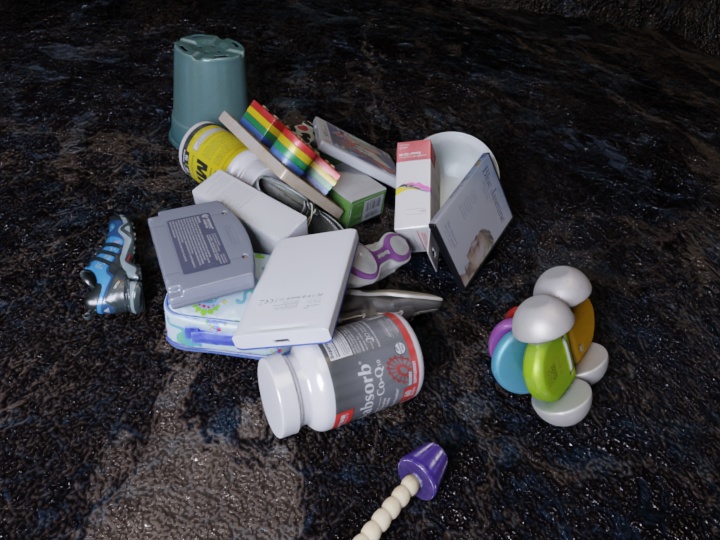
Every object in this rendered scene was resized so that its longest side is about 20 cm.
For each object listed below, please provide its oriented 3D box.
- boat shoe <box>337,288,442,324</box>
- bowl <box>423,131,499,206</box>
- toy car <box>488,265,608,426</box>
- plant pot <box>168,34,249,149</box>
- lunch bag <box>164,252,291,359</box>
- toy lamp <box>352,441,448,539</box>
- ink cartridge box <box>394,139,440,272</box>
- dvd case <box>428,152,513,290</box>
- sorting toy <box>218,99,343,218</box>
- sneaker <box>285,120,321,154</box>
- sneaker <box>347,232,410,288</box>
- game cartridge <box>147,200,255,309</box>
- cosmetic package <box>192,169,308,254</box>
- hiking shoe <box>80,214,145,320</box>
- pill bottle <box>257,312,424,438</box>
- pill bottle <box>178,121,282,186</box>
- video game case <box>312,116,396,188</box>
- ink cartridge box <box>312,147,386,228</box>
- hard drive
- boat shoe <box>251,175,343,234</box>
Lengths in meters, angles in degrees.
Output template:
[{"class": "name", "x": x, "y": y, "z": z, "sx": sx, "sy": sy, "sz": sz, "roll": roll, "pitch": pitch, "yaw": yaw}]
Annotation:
[{"class": "boat shoe", "x": 0.035, "y": 0.060, "z": 0.858, "sx": 0.192, "sy": 0.059, "sz": 0.067, "roll": 4, "pitch": 2, "yaw": -14}, {"class": "bowl", "x": 0.176, "y": -0.161, "z": 1.087, "sx": 0.193, "sy": 0.091, "sz": 0.209, "roll": -3, "pitch": 73, "yaw": 9}, {"class": "toy car", "x": 0.257, "y": 0.104, "z": 0.785, "sx": 0.147, "sy": 0.180, "sz": 0.199, "roll": -5, "pitch": 23, "yaw": 42}, {"class": "plant pot", "x": -0.323, "y": -0.386, "z": 1.189, "sx": 0.192, "sy": 0.201, "sz": 0.203, "roll": 7, "pitch": 37, "yaw": -5}, {"class": "lunch bag", "x": -0.176, "y": 0.049, "z": 0.789, "sx": 0.192, "sy": 0.085, "sz": 0.163, "roll": 6, "pitch": 38, "yaw": -5}, {"class": "toy lamp", "x": 0.032, "y": 0.265, "z": 0.599, "sx": 0.057, "sy": 0.060, "sz": 0.198, "roll": 32, "pitch": 46, "yaw": 26}, {"class": "ink cartridge box", "x": 0.103, "y": -0.110, "z": 0.973, "sx": 0.065, "sy": 0.117, "sz": 0.208, "roll": -3, "pitch": 72, "yaw": 17}, {"class": "dvd case", "x": 0.201, "y": -0.088, "z": 0.962, "sx": 0.017, "sy": 0.145, "sz": 0.201, "roll": 4, "pitch": 45, "yaw": 47}, {"class": "sorting toy", "x": -0.122, "y": -0.205, "z": 0.972, "sx": 0.198, "sy": 0.070, "sz": 0.199, "roll": 44, "pitch": 7, "yaw": 28}, {"class": "sneaker", "x": -0.126, "y": -0.273, "z": 1.201, "sx": 0.081, "sy": 0.084, "sz": 0.198, "roll": 44, "pitch": 31, "yaw": 14}, {"class": "sneaker", "x": 0.000, "y": 0.000, "z": 0.872, "sx": 0.197, "sy": 0.099, "sz": 0.077, "roll": -14, "pitch": 70, "yaw": -48}, {"class": "game cartridge", "x": -0.223, "y": -0.030, "z": 0.781, "sx": 0.129, "sy": 0.042, "sz": 0.201, "roll": -17, "pitch": 43, "yaw": -18}, {"class": "cosmetic package", "x": -0.181, "y": -0.074, "z": 0.913, "sx": 0.196, "sy": 0.103, "sz": 0.071, "roll": 30, "pitch": 54, "yaw": 22}, {"class": "hiking shoe", "x": -0.379, "y": -0.016, "z": 0.826, "sx": 0.084, "sy": 0.076, "sz": 0.202, "roll": -8, "pitch": 42, "yaw": -23}, {"class": "pill bottle", "x": -0.025, "y": 0.133, "z": 0.696, "sx": 0.194, "sy": 0.119, "sz": 0.117, "roll": -14, "pitch": 44, "yaw": -26}, {"class": "pill bottle", "x": -0.244, "y": -0.191, "z": 1.038, "sx": 0.197, "sy": 0.117, "sz": 0.113, "roll": 33, "pitch": 44, "yaw": 27}, {"class": "video game case", "x": -0.007, "y": -0.252, "z": 1.162, "sx": 0.195, "sy": 0.023, "sz": 0.184, "roll": 24, "pitch": 24, "yaw": -21}, {"class": "ink cartridge box", "x": -0.051, "y": -0.173, "z": 1.104, "sx": 0.102, "sy": 0.061, "sz": 0.199, "roll": -24, "pitch": 51, "yaw": -38}, {"class": "hard drive", "x": -0.079, "y": 0.020, "z": 0.728, "sx": 0.127, "sy": 0.026, "sz": 0.203, "roll": -7, "pitch": 37, "yaw": 17}, {"class": "boat shoe", "x": -0.105, "y": -0.091, "z": 0.941, "sx": 0.196, "sy": 0.071, "sz": 0.074, "roll": 29, "pitch": 76, "yaw": -10}]
